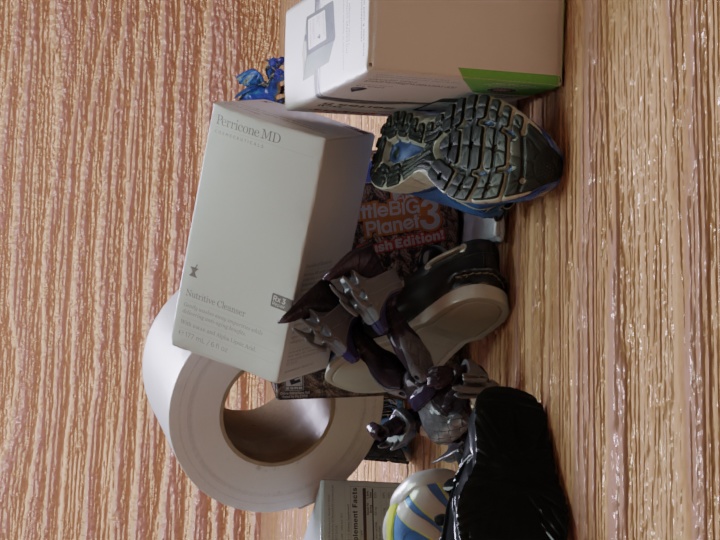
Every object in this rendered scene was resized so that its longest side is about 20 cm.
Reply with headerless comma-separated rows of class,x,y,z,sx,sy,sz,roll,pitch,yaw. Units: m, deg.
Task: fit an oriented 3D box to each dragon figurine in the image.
dragon figurine,-0.206,-0.347,3.328,0.099,0.199,0.059,44,-143,-46

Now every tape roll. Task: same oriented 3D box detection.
tape roll,-0.093,0.106,1.611,0.139,0.202,0.204,-137,50,-67

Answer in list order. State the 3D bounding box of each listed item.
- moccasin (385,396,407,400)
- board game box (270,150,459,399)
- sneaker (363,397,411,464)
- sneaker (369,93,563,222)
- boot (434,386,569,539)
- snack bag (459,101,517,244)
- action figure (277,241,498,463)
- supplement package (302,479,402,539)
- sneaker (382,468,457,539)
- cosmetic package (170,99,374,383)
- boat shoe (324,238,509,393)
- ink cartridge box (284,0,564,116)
moccasin,0.032,0.036,1.616,0.202,0.077,0.074,101,170,-45
board game box,0.000,0.000,1.475,0.097,0.159,0.201,-130,37,-79
sneaker,0.010,0.135,1.747,0.200,0.078,0.090,-119,36,-76
sneaker,0.090,-0.079,1.249,0.200,0.089,0.079,12,88,62
boot,0.086,0.193,1.171,0.199,0.073,0.163,-85,6,-55
snack bag,0.099,-0.111,1.399,0.189,0.021,0.201,146,124,-81
action figure,0.037,0.080,1.297,0.130,0.200,0.069,-45,-2,42
supplement package,0.004,0.302,1.589,0.200,0.110,0.156,105,166,-59
sneaker,0.065,0.250,1.354,0.105,0.075,0.201,-113,16,-47
cosmetic package,-0.070,-0.026,1.365,0.081,0.112,0.201,-16,-61,-58
boat shoe,0.042,0.038,1.370,0.200,0.074,0.061,-38,43,46
ink cartridge box,0.041,-0.164,1.258,0.200,0.145,0.084,172,99,-71
